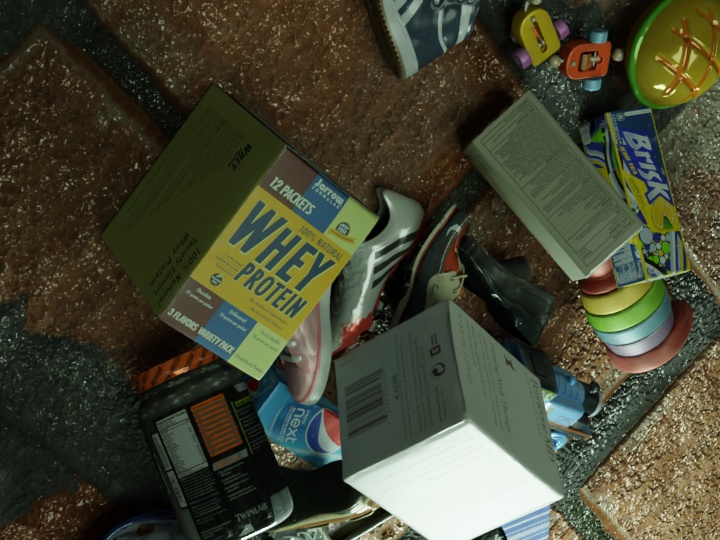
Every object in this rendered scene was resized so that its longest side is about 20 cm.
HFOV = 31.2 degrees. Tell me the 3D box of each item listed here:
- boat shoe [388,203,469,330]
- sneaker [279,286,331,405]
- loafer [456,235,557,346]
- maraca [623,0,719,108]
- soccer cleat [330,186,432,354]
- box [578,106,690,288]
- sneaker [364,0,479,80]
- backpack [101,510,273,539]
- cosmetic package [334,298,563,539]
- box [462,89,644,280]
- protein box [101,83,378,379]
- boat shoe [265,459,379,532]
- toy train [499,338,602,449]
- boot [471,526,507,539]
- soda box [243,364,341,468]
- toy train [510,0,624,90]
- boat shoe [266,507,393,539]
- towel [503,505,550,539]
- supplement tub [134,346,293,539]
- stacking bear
[{"bbox_3d":[0.089,0.014,1.469,0.071,0.062,0.202,-39,156,-50],"label":"boat shoe"},{"bbox_3d":[-0.086,0.043,1.398,0.103,0.075,0.204,4,89,-27],"label":"sneaker"},{"bbox_3d":[0.172,0.010,1.551,0.073,0.072,0.200,-52,136,-8],"label":"loafer"},{"bbox_3d":[0.388,-0.270,1.509,0.199,0.107,0.138,-33,130,-18],"label":"maraca"},{"bbox_3d":[0.000,0.000,1.452,0.085,0.069,0.201,34,91,-27],"label":"soccer cleat"},{"bbox_3d":[0.323,-0.087,1.527,0.069,0.064,0.203,-11,86,-25],"label":"box"},{"bbox_3d":[0.057,-0.305,1.330,0.107,0.070,0.202,-27,130,-10],"label":"sneaker"},{"bbox_3d":[-0.220,0.357,1.444,0.189,0.153,0.202,17,98,-42],"label":"backpack"},{"bbox_3d":[0.096,0.174,1.431,0.165,0.169,0.200,-30,133,23],"label":"cosmetic package"},{"bbox_3d":[0.215,-0.093,1.453,0.095,0.078,0.201,-39,90,-5],"label":"box"},{"bbox_3d":[-0.124,-0.042,1.276,0.134,0.200,0.199,35,94,-35],"label":"protein box"},{"bbox_3d":[-0.054,0.265,1.478,0.074,0.198,0.077,27,61,-47],"label":"boat shoe"},{"bbox_3d":[0.219,0.161,1.614,0.198,0.088,0.114,22,132,-34],"label":"toy train"},{"bbox_3d":[0.126,0.271,1.583,0.075,0.168,0.203,-5,115,-26],"label":"boot"},{"bbox_3d":[-0.057,0.181,1.500,0.199,0.068,0.064,37,93,-36],"label":"soda box"},{"bbox_3d":[0.228,-0.298,1.442,0.148,0.056,0.203,-15,122,-23],"label":"toy train"},{"bbox_3d":[-0.026,0.307,1.578,0.200,0.065,0.075,-27,123,-15],"label":"boat shoe"},{"bbox_3d":[0.196,0.329,1.743,0.143,0.024,0.203,-15,121,-25],"label":"towel"},{"bbox_3d":[-0.160,0.188,1.371,0.121,0.122,0.202,-21,86,-18],"label":"supplement tub"},{"bbox_3d":[0.320,0.018,1.606,0.120,0.114,0.201,-22,117,24],"label":"stacking bear"}]
